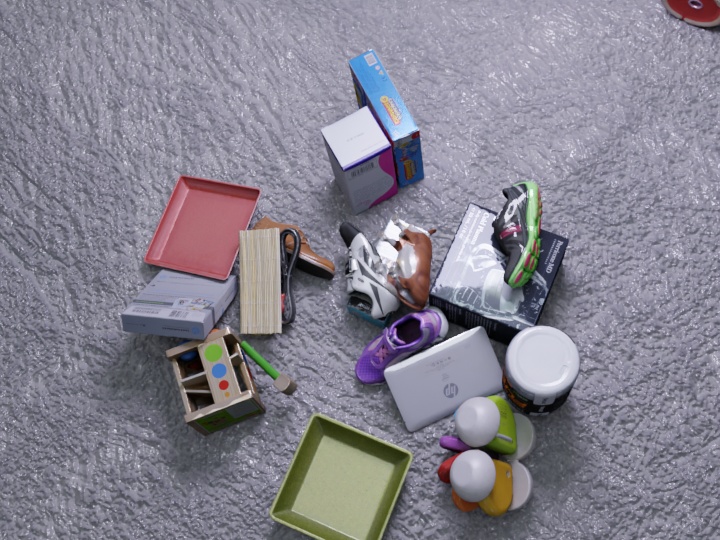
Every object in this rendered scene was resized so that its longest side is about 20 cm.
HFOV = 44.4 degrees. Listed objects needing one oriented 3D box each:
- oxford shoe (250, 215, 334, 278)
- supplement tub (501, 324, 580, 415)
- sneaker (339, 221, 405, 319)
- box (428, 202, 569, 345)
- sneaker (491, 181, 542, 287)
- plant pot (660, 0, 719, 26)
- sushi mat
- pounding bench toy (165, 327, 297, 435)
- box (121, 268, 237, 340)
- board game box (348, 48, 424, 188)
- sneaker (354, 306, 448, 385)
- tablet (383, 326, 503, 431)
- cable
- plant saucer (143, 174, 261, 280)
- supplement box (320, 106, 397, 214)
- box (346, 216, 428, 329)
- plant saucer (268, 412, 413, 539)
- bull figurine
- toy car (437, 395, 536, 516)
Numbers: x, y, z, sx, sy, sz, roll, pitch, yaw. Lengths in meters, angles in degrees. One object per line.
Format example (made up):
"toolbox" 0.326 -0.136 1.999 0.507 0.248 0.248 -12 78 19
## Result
"oxford shoe" -0.125 -0.050 1.715 0.199 0.071 0.071 30 70 17
"supplement tub" 0.305 0.178 1.508 0.122 0.200 0.123 -2 68 6
"sneaker" 0.000 0.000 1.623 0.088 0.074 0.200 -31 69 -8
"box" 0.252 0.013 1.619 0.196 0.124 0.201 22 73 12
"sneaker" 0.272 -0.060 1.550 0.083 0.077 0.201 0 64 24
"plant pot" 0.707 -0.606 1.773 0.200 0.200 0.178 27 83 15
"sushi mat" -0.189 0.022 1.655 0.095 0.012 0.201 -5 84 27
"pounding bench toy" -0.230 0.182 1.607 0.199 0.124 0.157 -21 68 -2
"box" -0.332 0.059 1.643 0.155 0.041 0.200 5 26 8
"board game box" 0.053 -0.292 1.716 0.056 0.196 0.201 -26 68 -3
"sneaker" 0.061 0.134 1.589 0.200 0.088 0.081 -39 73 18
"tablet" 0.153 0.196 1.584 0.199 0.014 0.131 -24 102 -3
"cable" -0.150 0.023 1.657 0.097 0.050 0.201 30 110 22
"plant saucer" -0.307 -0.082 1.748 0.199 0.037 0.201 11 71 22
"supplement box" 0.001 -0.206 1.688 0.101 0.200 0.104 -27 67 -5
"box" 0.054 0.004 1.682 0.082 0.049 0.201 23 74 14
"plant saucer" -0.031 0.380 1.551 0.199 0.048 0.201 20 73 13
"bull figurine" 0.087 -0.025 1.586 0.065 0.121 0.201 -33 40 34
"toy car" 0.202 0.315 1.508 0.149 0.175 0.201 -11 63 42
